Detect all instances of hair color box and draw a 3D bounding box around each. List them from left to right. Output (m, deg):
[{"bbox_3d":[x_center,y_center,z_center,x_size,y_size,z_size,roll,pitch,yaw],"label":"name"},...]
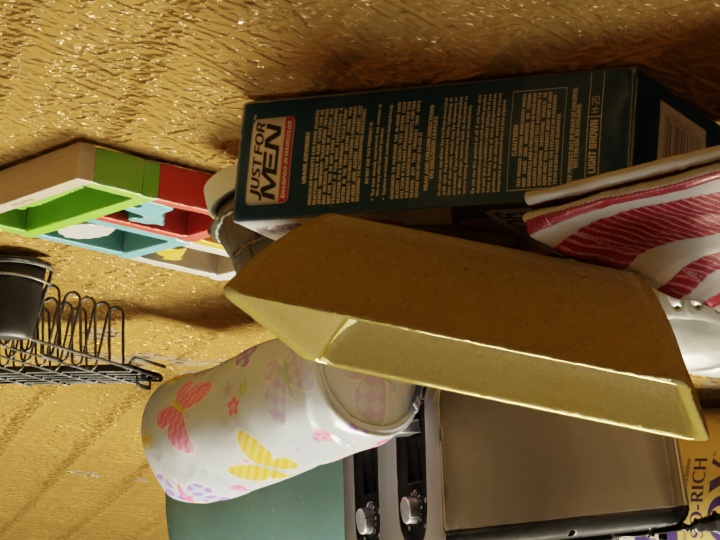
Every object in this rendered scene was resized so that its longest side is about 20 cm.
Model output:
[{"bbox_3d":[0.053,-0.042,1.248,0.199,0.061,0.100,-3,165,31],"label":"hair color box"}]

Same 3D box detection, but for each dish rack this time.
[{"bbox_3d":[-0.217,0.037,1.706,0.153,0.055,0.200,0,168,27],"label":"dish rack"}]

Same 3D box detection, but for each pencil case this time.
[{"bbox_3d":[-0.050,0.080,1.692,0.083,0.091,0.200,30,145,-28],"label":"pencil case"}]

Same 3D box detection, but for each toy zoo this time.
[{"bbox_3d":[-0.094,-0.025,1.459,0.199,0.021,0.131,13,164,-33],"label":"toy zoo"}]

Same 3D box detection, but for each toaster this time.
[{"bbox_3d":[0.100,0.121,1.731,0.199,0.119,0.181,-4,173,-20],"label":"toaster"}]

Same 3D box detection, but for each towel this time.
[{"bbox_3d":[0.179,-0.012,1.172,0.144,0.023,0.200,-14,158,36],"label":"towel"}]

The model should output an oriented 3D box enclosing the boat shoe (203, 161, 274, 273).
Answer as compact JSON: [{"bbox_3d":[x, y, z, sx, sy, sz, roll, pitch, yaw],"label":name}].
[{"bbox_3d":[-0.002,0.001,1.401,0.072,0.061,0.201,-29,149,27],"label":"boat shoe"}]

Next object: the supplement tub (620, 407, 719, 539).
[{"bbox_3d":[0.247,0.164,1.870,0.199,0.146,0.145,-2,165,25],"label":"supplement tub"}]

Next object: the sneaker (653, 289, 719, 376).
[{"bbox_3d":[0.143,0.011,1.383,0.084,0.073,0.200,23,155,-36],"label":"sneaker"}]

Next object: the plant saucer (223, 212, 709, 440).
[{"bbox_3d":[0.057,0.023,1.228,0.199,0.049,0.200,11,172,11],"label":"plant saucer"}]

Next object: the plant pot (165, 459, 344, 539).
[{"bbox_3d":[-0.049,0.186,1.978,0.199,0.189,0.200,4,167,1],"label":"plant pot"}]
